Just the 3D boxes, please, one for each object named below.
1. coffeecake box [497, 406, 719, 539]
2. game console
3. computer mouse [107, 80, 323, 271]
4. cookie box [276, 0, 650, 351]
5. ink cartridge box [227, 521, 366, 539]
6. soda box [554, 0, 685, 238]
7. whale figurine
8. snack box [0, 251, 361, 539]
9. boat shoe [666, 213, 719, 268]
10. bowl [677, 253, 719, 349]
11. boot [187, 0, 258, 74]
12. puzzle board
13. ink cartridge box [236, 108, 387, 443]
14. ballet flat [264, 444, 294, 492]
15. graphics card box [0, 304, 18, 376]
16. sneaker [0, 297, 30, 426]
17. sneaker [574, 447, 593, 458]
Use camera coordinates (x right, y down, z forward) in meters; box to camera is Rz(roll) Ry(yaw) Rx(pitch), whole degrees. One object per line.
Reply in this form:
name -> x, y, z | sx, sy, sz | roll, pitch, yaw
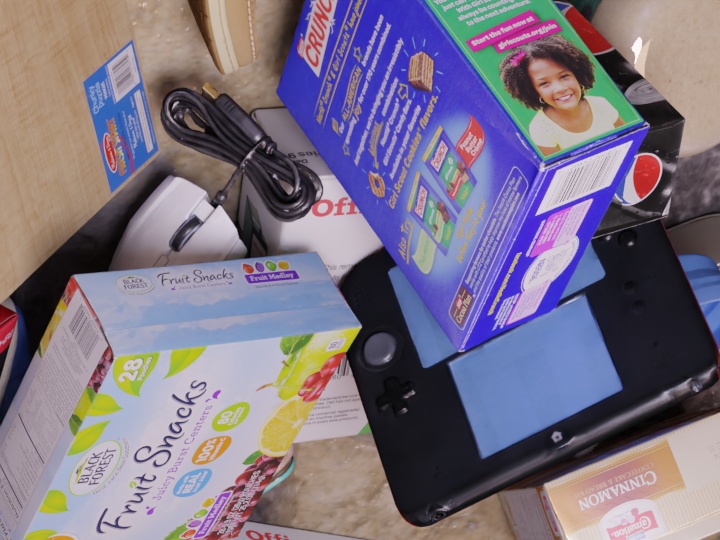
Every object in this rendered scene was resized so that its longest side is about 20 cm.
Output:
coffeecake box -> 0.187, 0.151, 1.588 | 0.153, 0.074, 0.200 | -21, 176, -8
game console -> 0.089, 0.032, 1.336 | 0.199, 0.178, 0.031 | -28, 139, 11
computer mouse -> -0.103, -0.012, 1.386 | 0.044, 0.110, 0.200 | -35, 162, -50
cookie box -> 0.049, -0.089, 1.278 | 0.075, 0.201, 0.172 | -21, 153, -28
ink cartridge box -> -0.023, 0.263, 1.577 | 0.144, 0.200, 0.085 | 13, 116, -32
soda box -> 0.104, -0.105, 1.345 | 0.063, 0.200, 0.071 | -14, 131, -22
whale figurine -> 0.192, -0.169, 1.424 | 0.159, 0.104, 0.201 | 26, 87, -37
snack box -> -0.116, 0.083, 1.362 | 0.168, 0.068, 0.201 | -5, 139, -37
boat shoe -> 0.279, -0.011, 1.588 | 0.199, 0.067, 0.057 | -17, 126, -15
bowl -> 0.142, 0.055, 1.434 | 0.200, 0.040, 0.201 | -26, 162, -9
boot -> -0.028, -0.209, 1.297 | 0.154, 0.073, 0.201 | -16, 127, -14
puzzle board -> -0.179, -0.102, 1.298 | 0.151, 0.017, 0.201 | -47, 143, -34
ink cartridge box -> 0.000, 0.000, 1.459 | 0.145, 0.084, 0.201 | -5, 127, -21
ballet flat -> -0.136, 0.152, 1.540 | 0.200, 0.068, 0.067 | -38, 112, 0
graphics card box -> -0.282, 0.085, 1.378 | 0.125, 0.051, 0.201 | 25, 119, 11
sneaker -> -0.200, 0.098, 1.452 | 0.110, 0.077, 0.201 | -2, 123, -25
sneaker -> 0.115, 0.039, 1.552 | 0.088, 0.081, 0.201 | -11, 124, -8
